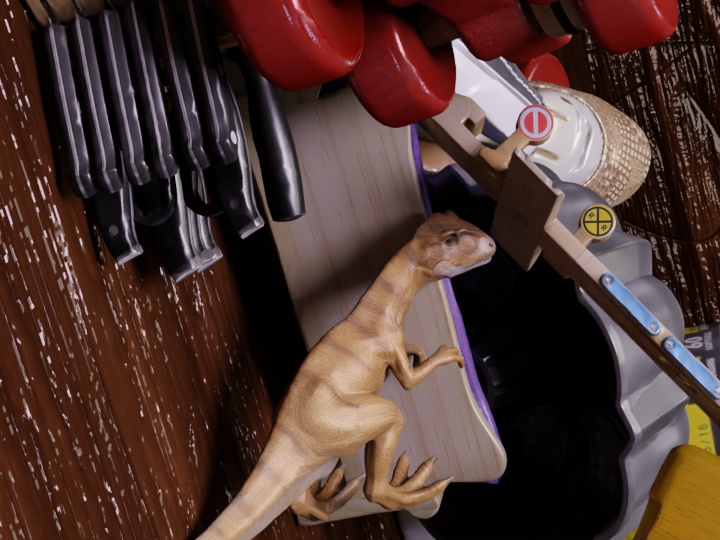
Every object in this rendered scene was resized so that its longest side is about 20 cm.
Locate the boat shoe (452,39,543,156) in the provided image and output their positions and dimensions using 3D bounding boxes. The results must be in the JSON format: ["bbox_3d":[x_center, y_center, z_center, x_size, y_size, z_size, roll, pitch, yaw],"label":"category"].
[{"bbox_3d":[0.020,-0.129,0.742,0.200,0.066,0.070,39,-3,-25],"label":"boat shoe"}]

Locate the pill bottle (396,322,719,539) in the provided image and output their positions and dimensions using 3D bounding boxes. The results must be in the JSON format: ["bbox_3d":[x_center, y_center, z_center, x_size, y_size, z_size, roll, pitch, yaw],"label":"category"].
[{"bbox_3d":[0.121,0.099,0.938,0.114,0.198,0.116,-11,90,-77],"label":"pill bottle"}]

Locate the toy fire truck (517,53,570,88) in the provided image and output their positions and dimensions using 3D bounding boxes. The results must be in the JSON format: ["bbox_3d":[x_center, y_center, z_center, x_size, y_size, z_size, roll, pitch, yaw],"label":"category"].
[{"bbox_3d":[0.030,-0.099,0.977,0.168,0.111,0.202,-48,131,-42],"label":"toy fire truck"}]

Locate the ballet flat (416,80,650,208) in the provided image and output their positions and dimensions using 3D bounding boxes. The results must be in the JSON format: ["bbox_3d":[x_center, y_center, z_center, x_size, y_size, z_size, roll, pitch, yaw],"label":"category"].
[{"bbox_3d":[0.058,-0.066,0.843,0.065,0.197,0.071,178,-81,-76],"label":"ballet flat"}]

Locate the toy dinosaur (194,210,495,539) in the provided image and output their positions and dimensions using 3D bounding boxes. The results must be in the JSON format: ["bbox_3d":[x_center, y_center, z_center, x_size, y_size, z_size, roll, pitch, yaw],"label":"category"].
[{"bbox_3d":[-0.018,0.062,0.655,0.201,0.060,0.107,-54,141,-26],"label":"toy dinosaur"}]

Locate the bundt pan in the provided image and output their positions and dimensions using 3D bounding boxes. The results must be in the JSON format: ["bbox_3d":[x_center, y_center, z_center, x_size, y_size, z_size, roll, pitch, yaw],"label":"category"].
[{"bbox_3d":[0.077,0.039,0.810,0.075,0.201,0.204,-21,103,-35],"label":"bundt pan"}]

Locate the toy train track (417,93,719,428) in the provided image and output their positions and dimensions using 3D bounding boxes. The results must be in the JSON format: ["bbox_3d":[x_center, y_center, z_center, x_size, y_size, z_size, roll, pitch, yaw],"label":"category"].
[{"bbox_3d":[0.102,-0.001,0.667,0.200,0.032,0.115,47,-9,9],"label":"toy train track"}]

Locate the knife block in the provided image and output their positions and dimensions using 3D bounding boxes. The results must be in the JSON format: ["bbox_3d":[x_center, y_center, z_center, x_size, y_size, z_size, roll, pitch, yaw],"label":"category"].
[{"bbox_3d":[-0.068,-0.106,0.610,0.176,0.063,0.202,65,18,-47],"label":"knife block"}]

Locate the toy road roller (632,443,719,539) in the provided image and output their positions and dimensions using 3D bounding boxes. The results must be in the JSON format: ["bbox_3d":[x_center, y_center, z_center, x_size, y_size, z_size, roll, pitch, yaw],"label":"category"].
[{"bbox_3d":[0.134,0.155,0.686,0.147,0.122,0.200,-61,163,-4],"label":"toy road roller"}]

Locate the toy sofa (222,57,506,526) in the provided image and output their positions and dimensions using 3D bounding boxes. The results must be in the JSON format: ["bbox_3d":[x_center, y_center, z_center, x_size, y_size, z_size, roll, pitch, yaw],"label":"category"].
[{"bbox_3d":[0.000,0.000,0.738,0.083,0.096,0.202,-67,142,-67],"label":"toy sofa"}]

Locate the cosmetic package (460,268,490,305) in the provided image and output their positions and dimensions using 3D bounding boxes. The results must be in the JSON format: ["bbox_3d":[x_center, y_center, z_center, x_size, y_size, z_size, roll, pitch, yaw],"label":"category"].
[{"bbox_3d":[0.081,-0.001,0.986,0.051,0.082,0.200,45,-9,11],"label":"cosmetic package"}]

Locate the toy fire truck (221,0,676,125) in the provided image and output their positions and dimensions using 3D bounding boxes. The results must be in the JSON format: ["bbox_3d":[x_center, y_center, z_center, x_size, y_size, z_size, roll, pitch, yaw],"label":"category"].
[{"bbox_3d":[0.022,-0.149,0.580,0.200,0.111,0.170,10,66,-66],"label":"toy fire truck"}]
